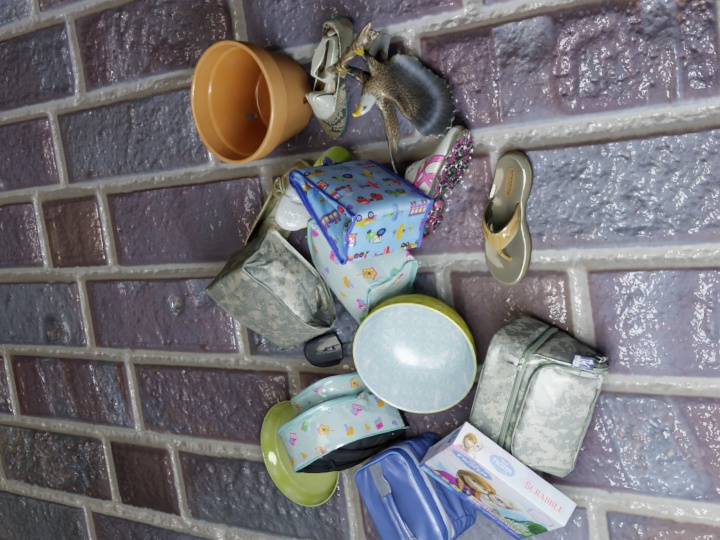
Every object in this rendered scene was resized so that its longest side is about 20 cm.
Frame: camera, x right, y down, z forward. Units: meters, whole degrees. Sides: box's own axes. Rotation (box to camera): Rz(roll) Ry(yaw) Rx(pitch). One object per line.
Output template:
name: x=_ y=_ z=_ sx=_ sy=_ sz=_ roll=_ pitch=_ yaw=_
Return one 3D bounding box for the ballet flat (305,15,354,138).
ballet flat: x=-0.056 y=-0.316 z=1.712 sx=0.067 sy=0.075 sz=0.203 roll=22 pitch=114 yaw=33

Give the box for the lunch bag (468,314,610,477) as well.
lunch bag: x=0.264 y=0.185 z=1.530 sx=0.166 sy=0.139 sz=0.203 roll=23 pitch=114 yaw=22

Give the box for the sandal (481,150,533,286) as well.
sandal: x=0.214 y=-0.076 z=1.556 sx=0.079 sy=0.054 sz=0.204 roll=15 pitch=110 yaw=37

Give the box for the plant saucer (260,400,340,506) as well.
plant saucer: x=-0.106 y=0.337 z=1.942 sx=0.198 sy=0.031 sz=0.204 roll=11 pitch=108 yaw=39

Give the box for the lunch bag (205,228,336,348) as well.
lunch bag: x=-0.145 y=0.045 z=1.829 sx=0.200 sy=0.118 sz=0.163 roll=44 pitch=147 yaw=-14

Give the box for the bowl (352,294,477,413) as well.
bowl: x=0.094 y=0.113 z=1.653 sx=0.197 sy=0.108 sz=0.203 roll=7 pitch=119 yaw=12

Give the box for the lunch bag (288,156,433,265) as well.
lunch bag: x=-0.009 y=-0.117 z=1.606 sx=0.200 sy=0.149 sz=0.095 roll=50 pitch=139 yaw=37

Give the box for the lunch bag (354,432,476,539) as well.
lunch bag: x=0.088 y=0.386 z=1.723 sx=0.135 sy=0.131 sz=0.202 roll=-36 pitch=77 yaw=39

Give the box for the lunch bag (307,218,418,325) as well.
lunch bag: x=0.000 y=0.000 z=1.710 sx=0.171 sy=0.121 sz=0.201 roll=47 pitch=159 yaw=21

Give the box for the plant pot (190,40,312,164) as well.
plant pot: x=-0.174 y=-0.289 z=1.775 sx=0.198 sy=0.139 sz=0.204 roll=10 pitch=106 yaw=38

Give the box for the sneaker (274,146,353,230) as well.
sneaker: x=-0.083 y=-0.117 z=1.722 sx=0.076 sy=0.200 sz=0.105 roll=43 pitch=144 yaw=0

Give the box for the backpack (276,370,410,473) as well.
backpack: x=-0.040 y=0.259 z=1.756 sx=0.175 sy=0.199 sz=0.155 roll=-33 pitch=79 yaw=40

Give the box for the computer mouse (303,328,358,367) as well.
computer mouse: x=-0.030 y=0.133 z=1.827 sx=0.198 sy=0.034 sz=0.060 roll=-19 pitch=88 yaw=41

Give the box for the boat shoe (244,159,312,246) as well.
boat shoe: x=-0.142 y=-0.109 z=1.842 sx=0.073 sy=0.063 sz=0.201 roll=51 pitch=127 yaw=18

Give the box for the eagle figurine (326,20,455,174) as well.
eagle figurine: x=0.043 y=-0.269 z=1.620 sx=0.200 sy=0.152 sz=0.151 roll=43 pitch=90 yaw=-7

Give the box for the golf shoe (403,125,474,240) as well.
golf shoe: x=0.105 y=-0.146 z=1.620 sx=0.092 sy=0.072 sz=0.202 roll=43 pitch=125 yaw=25

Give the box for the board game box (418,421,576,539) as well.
board game box: x=0.200 y=0.322 z=1.567 sx=0.199 sy=0.041 sz=0.200 roll=36 pitch=157 yaw=3
